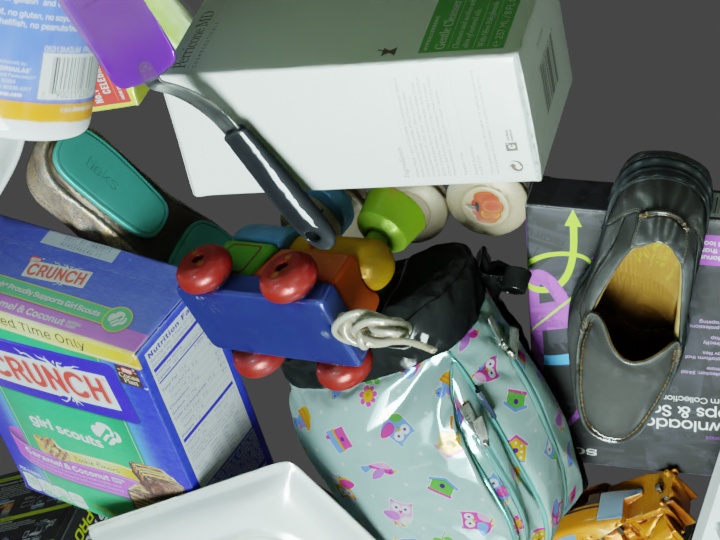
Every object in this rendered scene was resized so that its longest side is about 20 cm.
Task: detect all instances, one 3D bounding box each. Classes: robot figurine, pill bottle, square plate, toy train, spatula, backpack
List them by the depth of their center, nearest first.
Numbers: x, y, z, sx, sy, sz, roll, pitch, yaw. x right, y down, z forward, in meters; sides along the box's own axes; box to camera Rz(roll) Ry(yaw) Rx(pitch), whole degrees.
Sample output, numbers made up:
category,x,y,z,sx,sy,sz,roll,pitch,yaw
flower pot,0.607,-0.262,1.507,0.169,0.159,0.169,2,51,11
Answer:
category,x,y,z,sx,sy,sz,roll,pitch,yaw
spatula,-0.079,-0.080,1.157,0.200,0.021,0.056,44,140,-22
pill bottle,-0.186,-0.178,1.183,0.112,0.112,0.201,11,103,8
toy train,0.000,0.000,1.233,0.200,0.116,0.085,5,137,45
backpack,0.045,0.096,1.329,0.167,0.127,0.200,-11,117,44
square plate,-0.048,0.209,1.366,0.198,0.028,0.200,-22,121,43
robot figurine,0.148,0.194,1.426,0.200,0.058,0.145,-26,128,35

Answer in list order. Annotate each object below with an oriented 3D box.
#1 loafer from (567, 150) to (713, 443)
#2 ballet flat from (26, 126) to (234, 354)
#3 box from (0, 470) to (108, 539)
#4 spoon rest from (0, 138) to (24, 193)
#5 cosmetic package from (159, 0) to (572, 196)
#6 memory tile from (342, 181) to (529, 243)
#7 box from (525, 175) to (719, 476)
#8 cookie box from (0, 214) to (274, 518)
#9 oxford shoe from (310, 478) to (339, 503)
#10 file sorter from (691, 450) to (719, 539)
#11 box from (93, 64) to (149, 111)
category,x,y,z,sx,sy,sz,roll,pitch,yaw
loafer,0.152,0.029,1.253,0.073,0.072,0.200,10,130,8
ballet flat,-0.128,-0.014,1.367,0.200,0.068,0.067,46,145,-13
box,-0.267,0.208,1.509,0.199,0.160,0.044,-16,120,26
spoon rest,-0.247,-0.038,1.272,0.099,0.061,0.201,6,103,-10
cosmetic package,0.006,-0.103,1.198,0.199,0.108,0.085,-2,126,17
memory tile,0.011,-0.098,1.280,0.153,0.017,0.200,-3,126,19
box,0.173,0.038,1.324,0.142,0.036,0.200,4,129,14
cookie box,-0.158,0.072,1.375,0.171,0.075,0.200,16,143,30
oxford shoe,0.014,0.192,1.472,0.200,0.073,0.071,32,147,-32
file sorter,0.289,0.142,1.269,0.138,0.125,0.201,3,123,-13
box,-0.223,-0.125,1.307,0.199,0.050,0.075,-6,124,21
